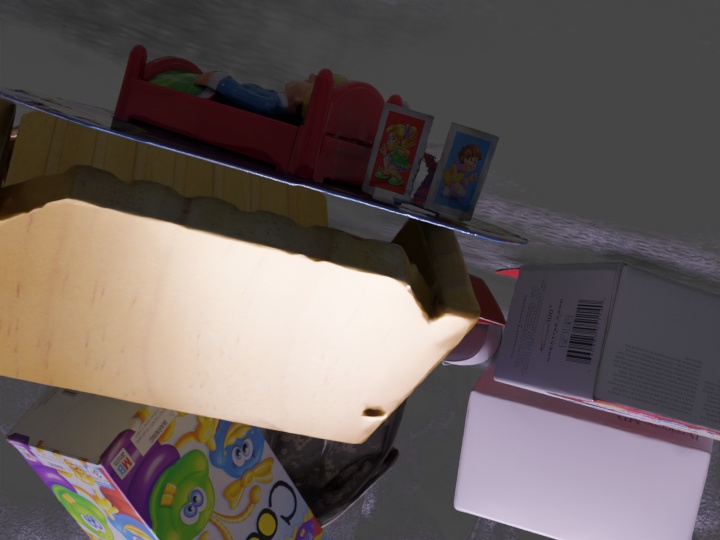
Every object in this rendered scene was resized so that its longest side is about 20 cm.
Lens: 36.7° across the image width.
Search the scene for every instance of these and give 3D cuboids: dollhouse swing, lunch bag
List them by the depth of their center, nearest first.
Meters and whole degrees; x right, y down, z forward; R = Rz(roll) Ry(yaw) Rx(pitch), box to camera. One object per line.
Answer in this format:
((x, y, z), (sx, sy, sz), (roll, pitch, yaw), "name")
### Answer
((-0.070, -0.038, 0.483), (0.197, 0.178, 0.182), (14, 145, -17), "dollhouse swing")
((-0.029, 0.112, 0.895), (0.116, 0.203, 0.164), (16, 174, -10), "lunch bag")

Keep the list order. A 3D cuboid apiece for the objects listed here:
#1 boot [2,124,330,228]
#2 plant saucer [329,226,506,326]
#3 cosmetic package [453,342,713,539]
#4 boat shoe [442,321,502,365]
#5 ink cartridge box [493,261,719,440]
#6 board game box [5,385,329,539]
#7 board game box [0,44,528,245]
((-0.124, -0.040, 0.696), (0.197, 0.074, 0.155), (17, 174, 15), "boot")
((0.000, 0.000, 0.934), (0.198, 0.037, 0.199), (19, 174, -26), "plant saucer")
((0.208, 0.142, 0.966), (0.196, 0.125, 0.200), (13, -156, 17), "cosmetic package")
((0.092, 0.055, 1.028), (0.067, 0.075, 0.199), (21, 173, -22), "boat shoe")
((0.201, 0.060, 0.727), (0.197, 0.085, 0.175), (16, 175, -18), "ink cartridge box")
((-0.121, 0.148, 0.725), (0.102, 0.105, 0.202), (5, 135, 40), "board game box")
((-0.029, -0.057, 0.399), (0.197, 0.040, 0.158), (15, -173, -14), "board game box")
